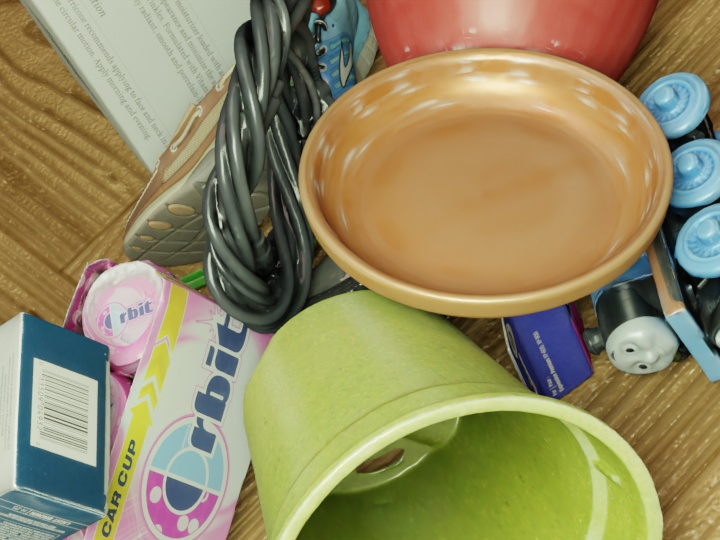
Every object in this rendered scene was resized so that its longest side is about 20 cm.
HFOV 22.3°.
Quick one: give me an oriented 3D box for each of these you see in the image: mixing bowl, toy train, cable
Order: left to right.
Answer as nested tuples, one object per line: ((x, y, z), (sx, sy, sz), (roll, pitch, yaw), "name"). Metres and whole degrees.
((-0.055, -0.067, 1.008), (0.051, 0.200, 0.163), (9, 37, 14), "cable")
((0.089, -0.148, 1.124), (0.200, 0.200, 0.109), (-4, 67, 27), "mixing bowl")
((0.169, -0.024, 1.031), (0.114, 0.087, 0.200), (-27, 45, 19), "toy train")

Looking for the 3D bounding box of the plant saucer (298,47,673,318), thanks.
((0.067, -0.045, 0.987), (0.200, 0.037, 0.200), (-2, 45, 2), "plant saucer")

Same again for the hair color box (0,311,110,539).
((-0.216, 0.110, 0.964), (0.200, 0.060, 0.100), (-29, 51, 35), "hair color box")

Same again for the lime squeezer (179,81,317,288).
((-0.052, -0.041, 1.159), (0.200, 0.071, 0.038), (-55, 7, 41), "lime squeezer")

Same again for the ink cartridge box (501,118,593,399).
((0.097, -0.005, 1.040), (0.037, 0.095, 0.200), (-16, 45, 13), "ink cartridge box")

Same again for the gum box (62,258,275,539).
((-0.122, 0.101, 1.012), (0.066, 0.113, 0.200), (8, 76, 36), "gum box")

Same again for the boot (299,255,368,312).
((0.000, 0.000, 1.122), (0.200, 0.070, 0.132), (-31, 26, 15), "boot")

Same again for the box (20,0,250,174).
((-0.175, -0.211, 1.306), (0.131, 0.199, 0.200), (-36, 43, -5), "box")

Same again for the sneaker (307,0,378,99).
((-0.039, -0.128, 1.233), (0.078, 0.090, 0.200), (-15, 50, 18), "sneaker")

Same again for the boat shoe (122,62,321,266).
((-0.089, -0.075, 1.186), (0.200, 0.076, 0.072), (-41, 47, 33), "boat shoe")

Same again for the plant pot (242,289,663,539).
((0.024, 0.107, 0.933), (0.200, 0.200, 0.184), (-33, 31, -1), "plant pot")
